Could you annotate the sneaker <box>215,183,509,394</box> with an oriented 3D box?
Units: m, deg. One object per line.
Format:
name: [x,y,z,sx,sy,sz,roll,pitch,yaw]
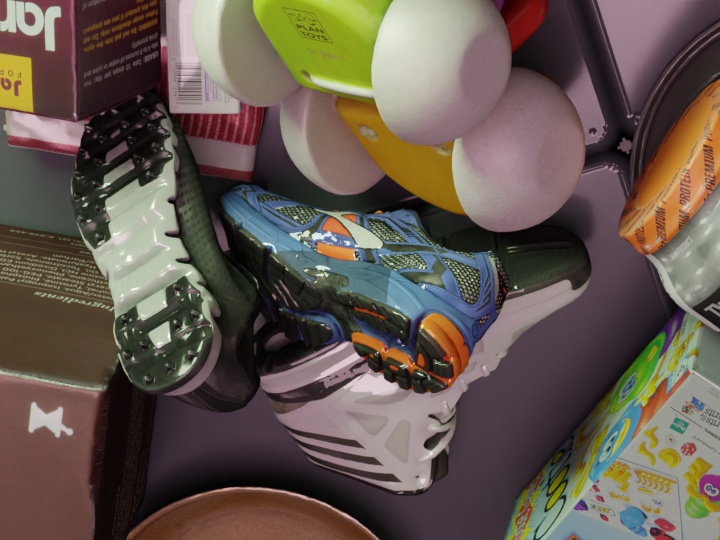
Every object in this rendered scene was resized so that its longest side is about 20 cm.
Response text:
sneaker: [0.000,0.000,1.416,0.200,0.078,0.075,29,145,38]

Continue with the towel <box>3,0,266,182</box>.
towel: [-0.114,-0.152,1.429,0.144,0.023,0.201,9,113,1]

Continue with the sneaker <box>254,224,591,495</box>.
sneaker: [0.047,0.052,1.474,0.200,0.076,0.116,-20,120,15]

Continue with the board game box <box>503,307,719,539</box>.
board game box: [0.168,0.117,1.436,0.105,0.103,0.200,33,123,-7]

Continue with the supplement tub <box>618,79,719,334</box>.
supplement tub: [0.238,-0.003,1.353,0.200,0.123,0.123,32,111,-6]

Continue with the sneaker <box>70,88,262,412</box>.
sneaker: [-0.097,-0.005,1.399,0.066,0.200,0.090,-29,143,17]

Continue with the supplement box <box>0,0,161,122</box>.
supplement box: [-0.168,-0.186,1.351,0.110,0.086,0.201,10,112,25]

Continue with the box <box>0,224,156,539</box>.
box: [-0.203,0.084,1.433,0.164,0.200,0.166,10,111,3]

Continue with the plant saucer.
plant saucer: [-0.058,0.210,1.553,0.199,0.035,0.201,2,111,5]

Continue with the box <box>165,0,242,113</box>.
box: [-0.081,-0.180,1.382,0.041,0.039,0.201,0,113,3]

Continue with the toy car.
toy car: [0.030,-0.120,1.355,0.200,0.175,0.150,45,68,-46]

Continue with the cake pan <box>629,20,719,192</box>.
cake pan: [0.243,-0.046,1.422,0.199,0.037,0.201,2,111,5]
